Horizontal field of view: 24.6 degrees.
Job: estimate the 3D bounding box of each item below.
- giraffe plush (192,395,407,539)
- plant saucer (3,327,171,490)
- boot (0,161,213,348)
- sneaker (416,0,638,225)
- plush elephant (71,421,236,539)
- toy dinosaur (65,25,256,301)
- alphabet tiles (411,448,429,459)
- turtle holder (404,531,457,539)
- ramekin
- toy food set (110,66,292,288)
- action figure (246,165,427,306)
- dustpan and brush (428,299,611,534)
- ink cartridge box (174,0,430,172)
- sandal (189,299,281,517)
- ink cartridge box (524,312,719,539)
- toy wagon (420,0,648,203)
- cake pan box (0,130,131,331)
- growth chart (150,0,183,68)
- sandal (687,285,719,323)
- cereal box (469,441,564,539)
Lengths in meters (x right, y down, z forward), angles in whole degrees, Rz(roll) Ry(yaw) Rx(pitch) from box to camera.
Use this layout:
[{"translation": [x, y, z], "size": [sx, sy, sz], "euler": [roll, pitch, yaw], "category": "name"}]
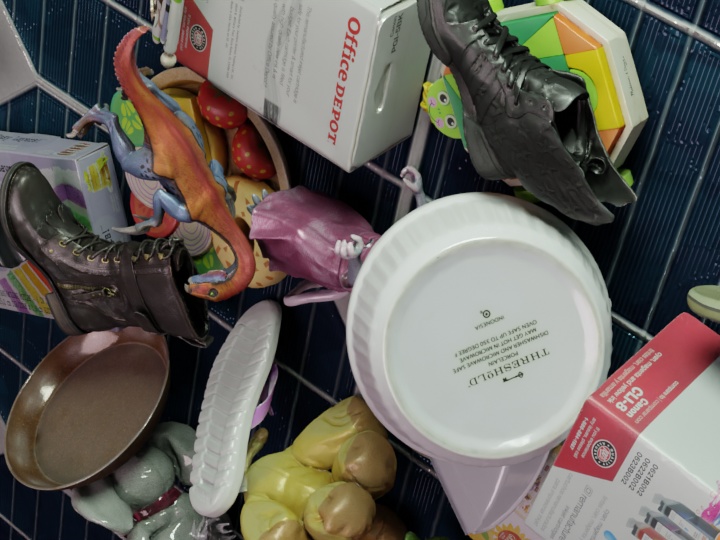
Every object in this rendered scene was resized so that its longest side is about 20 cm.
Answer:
[{"translation": [-0.027, 0.235, 1.475], "size": [0.199, 0.173, 0.162], "euler": [-16, 124, 36], "category": "giraffe plush"}, {"translation": [-0.260, 0.134, 1.612], "size": [0.200, 0.201, 0.035], "euler": [7, 149, 40], "category": "plant saucer"}, {"translation": [-0.226, -0.017, 1.506], "size": [0.173, 0.069, 0.201], "euler": [-3, 122, 36], "category": "boot"}, {"translation": [0.114, -0.126, 1.132], "size": [0.104, 0.060, 0.201], "euler": [1, 119, 44], "category": "sneaker"}, {"translation": [-0.208, 0.246, 1.635], "size": [0.155, 0.164, 0.200], "euler": [54, 139, 16], "category": "plush elephant"}, {"translation": [-0.147, -0.064, 1.299], "size": [0.182, 0.105, 0.200], "euler": [48, 167, 9], "category": "toy dinosaur"}, {"translation": [0.089, 0.094, 1.371], "size": [0.199, 0.015, 0.196], "euler": [25, 129, 30], "category": "alphabet tiles"}, {"translation": [0.096, 0.318, 1.406], "size": [0.131, 0.141, 0.187], "euler": [2, 108, 24], "category": "turtle holder"}, {"translation": [0.089, 0.048, 1.182], "size": [0.094, 0.202, 0.203], "euler": [-114, -1, -83], "category": "ramekin"}, {"translation": [-0.139, -0.082, 1.456], "size": [0.197, 0.049, 0.201], "euler": [7, 118, 41], "category": "toy food set"}, {"translation": [0.000, 0.000, 1.312], "size": [0.199, 0.134, 0.150], "euler": [25, 129, 34], "category": "action figure"}, {"translation": [0.126, 0.093, 1.280], "size": [0.200, 0.057, 0.140], "euler": [-61, 37, 32], "category": "dustpan and brush"}, {"translation": [-0.044, -0.193, 1.277], "size": [0.200, 0.083, 0.147], "euler": [34, 133, 25], "category": "ink cartridge box"}, {"translation": [-0.105, 0.126, 1.481], "size": [0.050, 0.204, 0.082], "euler": [28, 160, -34], "category": "sandal"}, {"translation": [0.250, 0.164, 1.165], "size": [0.200, 0.144, 0.146], "euler": [37, 133, 20], "category": "ink cartridge box"}, {"translation": [0.115, -0.124, 1.201], "size": [0.199, 0.040, 0.156], "euler": [-4, 110, 44], "category": "toy wagon"}, {"translation": [-0.309, -0.042, 1.637], "size": [0.199, 0.052, 0.185], "euler": [10, 118, 38], "category": "cake pan box"}, {"translation": [-0.161, -0.256, 1.317], "size": [0.201, 0.018, 0.145], "euler": [-109, 24, -43], "category": "growth chart"}, {"translation": [0.309, 0.001, 1.078], "size": [0.200, 0.080, 0.058], "euler": [-12, 88, 39], "category": "sandal"}, {"translation": [0.192, 0.226, 1.317], "size": [0.200, 0.039, 0.144], "euler": [42, 130, 11], "category": "cereal box"}]
